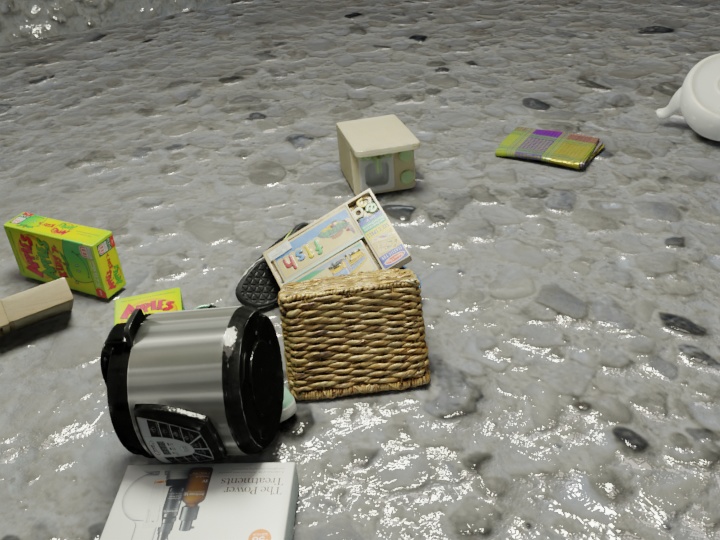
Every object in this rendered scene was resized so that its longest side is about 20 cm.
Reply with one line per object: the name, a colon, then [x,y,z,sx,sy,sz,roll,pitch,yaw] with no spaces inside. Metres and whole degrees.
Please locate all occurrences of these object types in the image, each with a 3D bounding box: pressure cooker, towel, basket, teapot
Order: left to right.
pressure cooker: [-0.204,0.135,0.906,0.198,0.178,0.179,-4,-6,11]
basket: [-0.011,0.084,1.076,0.198,0.151,0.143,-8,9,-3]
towel: [0.400,-0.259,1.618,0.198,0.023,0.144,14,38,28]
teapot: [0.764,-0.342,1.598,0.196,0.146,0.201,-31,62,-2]

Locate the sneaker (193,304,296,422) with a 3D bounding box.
sneaker: [-0.164,0.118,1.012,0.200,0.119,0.073,27,42,37]

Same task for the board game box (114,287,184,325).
board game box: [-0.305,0.105,1.116,0.101,0.048,0.200,-11,33,-10]

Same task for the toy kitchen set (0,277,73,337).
toy kitchen set: [-0.584,0.006,1.216,0.179,0.202,0.163,-22,-5,-26]

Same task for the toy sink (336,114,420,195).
toy sink: [0.036,-0.223,1.525,0.129,0.113,0.200,-11,28,-9]

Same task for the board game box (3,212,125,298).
board game box: [-0.495,-0.027,1.282,0.198,0.102,0.048,12,37,24]

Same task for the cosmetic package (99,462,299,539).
cosmetic package: [-0.172,0.280,0.826,0.198,0.052,0.151,-2,35,4]

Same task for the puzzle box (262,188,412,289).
puzzle box: [-0.037,-0.021,1.174,0.199,0.025,0.134,-31,69,1]

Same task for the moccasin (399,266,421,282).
moccasin: [0.000,0.000,1.208,0.199,0.081,0.068,17,32,32]

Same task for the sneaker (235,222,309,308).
sneaker: [-0.138,-0.001,1.264,0.083,0.072,0.200,-25,17,51]
